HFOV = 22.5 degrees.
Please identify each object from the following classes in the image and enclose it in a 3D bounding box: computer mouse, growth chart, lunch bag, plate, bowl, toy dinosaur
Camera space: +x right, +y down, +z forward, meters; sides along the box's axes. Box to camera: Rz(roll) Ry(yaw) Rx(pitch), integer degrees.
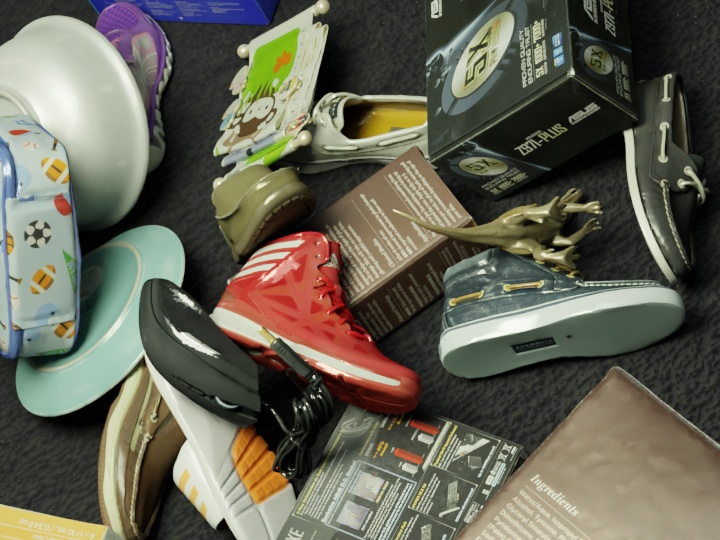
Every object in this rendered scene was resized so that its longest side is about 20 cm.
[{"bbox_3d":[-0.106,0.074,1.392,0.200,0.141,0.046,46,57,10],"label":"computer mouse"},{"bbox_3d":[-0.082,-0.157,1.636,0.144,0.018,0.201,-29,38,36],"label":"growth chart"},{"bbox_3d":[-0.298,-0.027,1.542,0.075,0.202,0.160,-7,23,-30],"label":"lunch bag"},{"bbox_3d":[-0.235,0.037,1.579,0.199,0.026,0.201,-29,38,26],"label":"plate"},{"bbox_3d":[-0.291,-0.123,1.632,0.200,0.203,0.090,22,28,33],"label":"bowl"},{"bbox_3d":[0.126,-0.030,1.433,0.101,0.199,0.059,2,98,47],"label":"toy dinosaur"}]

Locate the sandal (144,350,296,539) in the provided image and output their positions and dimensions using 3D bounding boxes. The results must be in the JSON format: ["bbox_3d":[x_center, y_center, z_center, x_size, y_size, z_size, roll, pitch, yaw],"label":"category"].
[{"bbox_3d":[-0.123,0.147,1.468,0.059,0.079,0.208,-45,66,35],"label":"sandal"}]

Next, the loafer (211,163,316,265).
[{"bbox_3d":[-0.090,-0.053,1.509,0.076,0.200,0.068,-32,87,-16],"label":"loafer"}]

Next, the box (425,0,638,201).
[{"bbox_3d":[0.140,-0.189,1.523,0.163,0.086,0.202,-29,48,39],"label":"box"}]

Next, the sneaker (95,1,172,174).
[{"bbox_3d":[-0.230,-0.186,1.718,0.080,0.089,0.202,-16,54,15],"label":"sneaker"}]

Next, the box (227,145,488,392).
[{"bbox_3d":[0.000,0.000,1.513,0.199,0.075,0.100,-34,54,-2],"label":"box"}]

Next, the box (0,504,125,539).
[{"bbox_3d":[-0.262,0.301,1.423,0.123,0.098,0.202,6,63,26],"label":"box"}]

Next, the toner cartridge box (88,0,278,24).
[{"bbox_3d":[-0.184,-0.286,1.756,0.198,0.095,0.044,6,61,26],"label":"toner cartridge box"}]

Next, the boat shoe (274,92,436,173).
[{"bbox_3d":[-0.012,-0.130,1.599,0.198,0.070,0.071,6,62,26],"label":"boat shoe"}]

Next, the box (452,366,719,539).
[{"bbox_3d":[0.183,0.214,1.242,0.200,0.166,0.164,-46,53,-8],"label":"box"}]

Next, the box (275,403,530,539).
[{"bbox_3d":[0.023,0.205,1.389,0.157,0.050,0.201,17,68,31],"label":"box"}]

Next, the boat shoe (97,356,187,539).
[{"bbox_3d":[-0.168,0.130,1.505,0.074,0.075,0.204,-5,58,14],"label":"boat shoe"}]

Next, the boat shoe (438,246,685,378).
[{"bbox_3d":[0.155,0.019,1.435,0.198,0.071,0.092,-11,54,16],"label":"boat shoe"}]

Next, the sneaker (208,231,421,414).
[{"bbox_3d":[-0.023,0.030,1.417,0.199,0.078,0.116,20,74,26],"label":"sneaker"}]

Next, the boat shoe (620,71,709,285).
[{"bbox_3d":[0.250,-0.079,1.457,0.060,0.074,0.201,-19,46,17],"label":"boat shoe"}]
